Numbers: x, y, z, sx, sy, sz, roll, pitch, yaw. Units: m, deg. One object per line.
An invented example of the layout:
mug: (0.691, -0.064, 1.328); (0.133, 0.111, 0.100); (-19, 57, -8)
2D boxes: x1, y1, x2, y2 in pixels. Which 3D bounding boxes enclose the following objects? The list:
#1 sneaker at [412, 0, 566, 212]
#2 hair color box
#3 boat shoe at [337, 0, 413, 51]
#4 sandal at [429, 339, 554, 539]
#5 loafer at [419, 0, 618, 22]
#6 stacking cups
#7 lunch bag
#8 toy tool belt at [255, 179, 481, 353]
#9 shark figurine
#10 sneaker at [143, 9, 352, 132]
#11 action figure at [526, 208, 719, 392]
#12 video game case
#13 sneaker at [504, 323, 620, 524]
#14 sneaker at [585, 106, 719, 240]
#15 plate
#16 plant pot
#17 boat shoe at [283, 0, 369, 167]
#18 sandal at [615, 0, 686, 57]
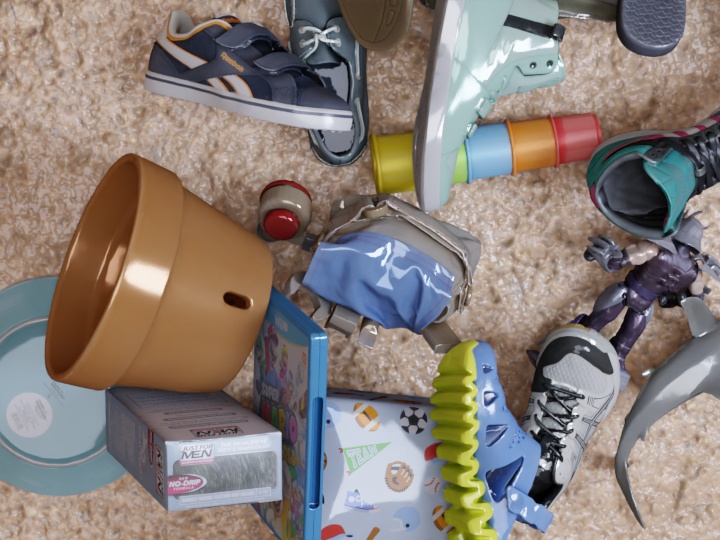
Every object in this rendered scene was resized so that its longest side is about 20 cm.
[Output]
sneaker: (0.110, -0.140, 1.574); (0.118, 0.074, 0.201); (9, 99, -9)
hair color box: (-0.144, 0.144, 1.592); (0.099, 0.200, 0.061); (-4, 100, -21)
boat shoe: (0.012, -0.287, 1.602); (0.072, 0.065, 0.201); (-10, 93, 20)
sandal: (0.111, 0.153, 1.576); (0.087, 0.079, 0.201); (-11, 103, -18)
loafer: (0.138, -0.244, 1.623); (0.199, 0.075, 0.070); (10, 132, -5)
stacking cups: (0.110, -0.101, 1.648); (0.199, 0.061, 0.061); (-6, 99, -5)
lunch bag: (0.020, 0.210, 1.659); (0.169, 0.124, 0.201); (5, 92, -4)
toy tool belt: (0.000, 0.000, 1.606); (0.199, 0.123, 0.125); (18, 134, -5)
shark figurine: (0.287, 0.115, 1.644); (0.215, 0.089, 0.128); (-46, 137, 0)
sneaker: (-0.093, -0.169, 1.585); (0.199, 0.078, 0.080); (16, 99, 25)
action figure: (0.236, 0.025, 1.653); (0.130, 0.069, 0.200); (30, 107, -22)
video game case: (-0.062, 0.128, 1.578); (0.018, 0.143, 0.201); (-3, 107, -21)
sneaker: (0.170, 0.139, 1.625); (0.075, 0.088, 0.201); (18, 129, 11)
sneaker: (0.273, -0.085, 1.552); (0.199, 0.121, 0.084); (-16, 110, 24)
plate: (-0.270, 0.106, 1.681); (0.199, 0.026, 0.201); (0, 99, -3)
plant pot: (-0.165, 0.018, 1.597); (0.140, 0.200, 0.201); (20, 98, -22)
boat shoe: (-0.026, -0.188, 1.622); (0.072, 0.062, 0.201); (-6, 99, -1)
sandal: (0.251, -0.273, 1.604); (0.076, 0.043, 0.201); (17, 73, -1)
